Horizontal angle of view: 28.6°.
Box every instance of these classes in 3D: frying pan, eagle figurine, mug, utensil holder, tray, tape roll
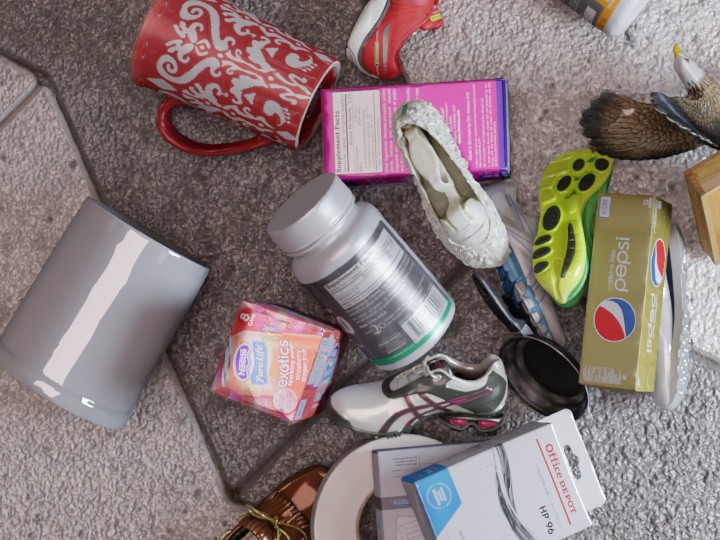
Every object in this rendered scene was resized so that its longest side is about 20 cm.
[{"bbox_3d":[0.173,0.086,1.512,0.190,0.115,0.031,46,58,4],"label":"frying pan"},{"bbox_3d":[0.346,-0.162,1.462,0.199,0.152,0.151,-30,61,-26],"label":"eagle figurine"},{"bbox_3d":[-0.135,-0.211,1.562,0.199,0.178,0.134,25,58,8],"label":"mug"},{"bbox_3d":[-0.281,0.044,1.538,0.169,0.170,0.201,30,91,8],"label":"utensil holder"},{"bbox_3d":[0.388,-0.077,1.437,0.098,0.200,0.037,-32,63,5],"label":"tray"},{"bbox_3d":[0.044,0.278,1.526,0.201,0.037,0.204,1,85,-9],"label":"tape roll"}]

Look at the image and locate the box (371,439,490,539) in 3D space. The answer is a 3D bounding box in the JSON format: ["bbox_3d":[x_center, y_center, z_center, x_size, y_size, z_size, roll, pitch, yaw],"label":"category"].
[{"bbox_3d":[0.097,0.284,1.494,0.155,0.041,0.201,-3,87,-9],"label":"box"}]

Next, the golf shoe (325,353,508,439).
[{"bbox_3d":[0.060,0.127,1.516,0.199,0.077,0.089,-2,123,-5],"label":"golf shoe"}]

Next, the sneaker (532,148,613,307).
[{"bbox_3d":[0.225,-0.048,1.504,0.074,0.084,0.201,6,55,22],"label":"sneaker"}]

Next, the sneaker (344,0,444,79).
[{"bbox_3d":[0.060,-0.303,1.559,0.085,0.077,0.201,29,102,3],"label":"sneaker"}]

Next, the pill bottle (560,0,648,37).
[{"bbox_3d":[0.228,-0.352,1.510,0.200,0.116,0.117,38,93,7],"label":"pill bottle"}]

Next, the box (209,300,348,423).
[{"bbox_3d":[-0.080,0.093,1.492,0.094,0.200,0.103,20,91,8],"label":"box"}]

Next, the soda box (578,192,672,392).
[{"bbox_3d":[0.275,0.023,1.459,0.064,0.068,0.201,6,87,28],"label":"soda box"}]

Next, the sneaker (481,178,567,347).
[{"bbox_3d":[0.185,-0.010,1.529,0.086,0.075,0.201,-28,91,-13],"label":"sneaker"}]

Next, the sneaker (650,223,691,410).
[{"bbox_3d":[0.311,0.050,1.513,0.080,0.076,0.201,-4,81,16],"label":"sneaker"}]

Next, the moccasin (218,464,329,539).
[{"bbox_3d":[-0.107,0.290,1.549,0.201,0.078,0.074,-36,84,2],"label":"moccasin"}]

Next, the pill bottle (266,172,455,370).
[{"bbox_3d":[0.000,0.000,1.495,0.113,0.113,0.200,-40,109,4],"label":"pill bottle"}]

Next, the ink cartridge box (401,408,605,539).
[{"bbox_3d":[0.158,0.230,1.454,0.199,0.068,0.117,-22,89,-11],"label":"ink cartridge box"}]

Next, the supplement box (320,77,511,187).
[{"bbox_3d":[0.062,-0.148,1.532,0.199,0.101,0.104,-1,88,8],"label":"supplement box"}]

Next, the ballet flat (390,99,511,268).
[{"bbox_3d":[0.086,-0.081,1.449,0.072,0.072,0.201,-31,98,5],"label":"ballet flat"}]
